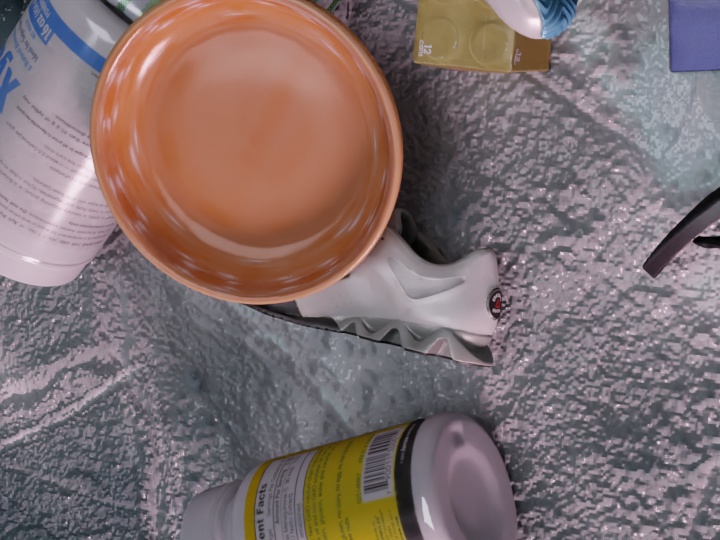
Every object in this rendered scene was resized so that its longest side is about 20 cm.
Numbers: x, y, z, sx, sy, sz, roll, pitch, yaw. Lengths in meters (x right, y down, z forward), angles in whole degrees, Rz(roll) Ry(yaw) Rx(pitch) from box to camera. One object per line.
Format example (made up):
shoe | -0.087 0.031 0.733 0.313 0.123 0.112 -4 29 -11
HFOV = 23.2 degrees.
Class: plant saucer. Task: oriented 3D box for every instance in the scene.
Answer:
plant saucer | -0.068 -0.079 1.076 0.200 0.037 0.200 5 108 15

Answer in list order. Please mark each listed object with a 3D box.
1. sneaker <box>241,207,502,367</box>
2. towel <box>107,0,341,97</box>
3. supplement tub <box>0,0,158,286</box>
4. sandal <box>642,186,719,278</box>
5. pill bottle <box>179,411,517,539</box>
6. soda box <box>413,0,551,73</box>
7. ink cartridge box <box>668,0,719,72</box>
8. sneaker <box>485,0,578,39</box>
sneaker | 0.000 0.000 1.132 0.200 0.074 0.089 11 93 21
towel | -0.101 -0.218 1.105 0.200 0.031 0.149 37 78 0
supplement tub | -0.194 -0.102 1.183 0.132 0.132 0.200 45 114 16
sandal | 0.243 -0.048 0.991 0.200 0.075 0.045 -38 90 24
pill bottle | -0.010 0.166 1.130 0.200 0.114 0.114 -18 88 30
soda box | 0.083 -0.221 1.056 0.068 0.064 0.200 10 102 26
ink cartridge box | 0.257 -0.215 0.975 0.197 0.047 0.200 -1 94 28
sneaker | 0.048 -0.201 1.005 0.200 0.076 0.081 53 125 19
